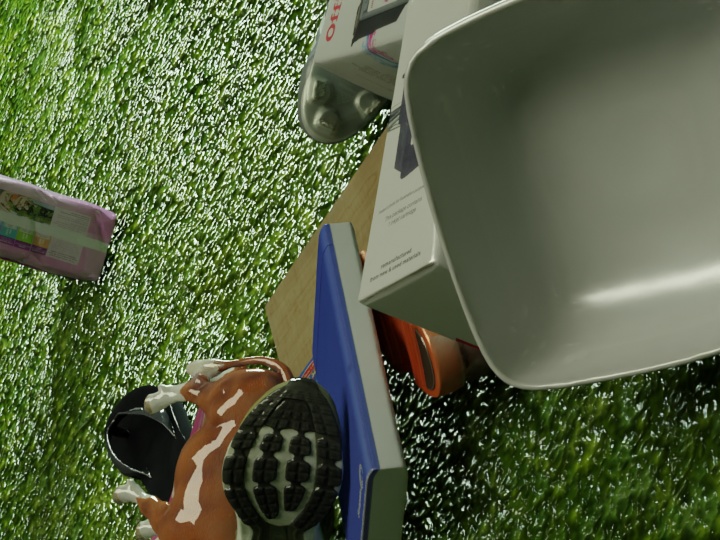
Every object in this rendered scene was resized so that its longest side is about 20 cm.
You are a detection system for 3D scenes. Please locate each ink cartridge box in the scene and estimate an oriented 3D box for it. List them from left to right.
[{"bbox_3d":[0.063,-0.203,1.446,0.200,0.085,0.148,-5,66,59],"label":"ink cartridge box"},{"bbox_3d":[0.092,-0.059,1.210,0.084,0.144,0.201,-28,46,54],"label":"ink cartridge box"}]

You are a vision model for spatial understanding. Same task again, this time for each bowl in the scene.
[{"bbox_3d":[0.138,-0.053,1.079,0.199,0.075,0.201,-16,93,24],"label":"bowl"}]

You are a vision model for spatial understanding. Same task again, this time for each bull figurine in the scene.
[{"bbox_3d":[-0.106,0.149,1.430,0.121,0.065,0.201,17,80,41],"label":"bull figurine"}]

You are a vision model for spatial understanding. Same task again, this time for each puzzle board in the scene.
[{"bbox_3d":[0.000,0.000,1.488,0.200,0.017,0.151,-55,30,25],"label":"puzzle board"}]

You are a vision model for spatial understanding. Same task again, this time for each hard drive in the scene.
[{"bbox_3d":[-0.003,0.087,1.332,0.132,0.025,0.201,94,168,-46],"label":"hard drive"}]

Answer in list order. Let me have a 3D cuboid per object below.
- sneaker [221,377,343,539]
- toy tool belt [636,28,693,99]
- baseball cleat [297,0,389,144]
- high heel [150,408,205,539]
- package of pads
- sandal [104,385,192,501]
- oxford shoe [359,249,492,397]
[{"bbox_3d":[-0.046,0.127,1.351,0.089,0.076,0.201,-78,-2,-46],"label":"sneaker"},{"bbox_3d":[0.170,-0.180,1.176,0.123,0.124,0.201,104,160,-80],"label":"toy tool belt"},{"bbox_3d":[-0.002,-0.178,1.588,0.201,0.070,0.106,-65,18,-16],"label":"baseball cleat"},{"bbox_3d":[-0.115,0.176,1.541,0.096,0.067,0.201,-40,-40,-85],"label":"high heel"},{"bbox_3d":[-0.336,-0.050,1.957,0.120,0.199,0.076,11,85,67],"label":"package of pads"},{"bbox_3d":[-0.164,0.136,1.663,0.076,0.043,0.200,-67,26,2],"label":"sandal"},{"bbox_3d":[0.050,0.026,1.328,0.200,0.073,0.072,-133,26,-67],"label":"oxford shoe"}]
